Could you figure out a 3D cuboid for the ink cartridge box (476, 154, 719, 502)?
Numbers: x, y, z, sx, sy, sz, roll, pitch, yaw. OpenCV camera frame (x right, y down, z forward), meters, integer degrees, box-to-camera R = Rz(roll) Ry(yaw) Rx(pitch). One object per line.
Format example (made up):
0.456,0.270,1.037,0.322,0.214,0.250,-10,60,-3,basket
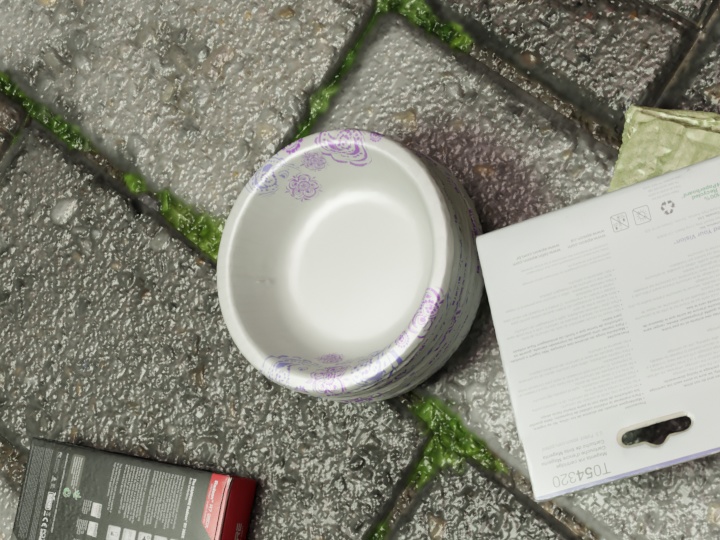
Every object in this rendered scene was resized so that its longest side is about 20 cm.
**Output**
0.193,0.043,1.459,0.196,0.043,0.200,-18,74,22,ink cartridge box

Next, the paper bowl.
0.000,0.000,1.580,0.200,0.104,0.201,-6,78,28,paper bowl

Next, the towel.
0.234,-0.015,1.494,0.148,0.036,0.200,14,86,30,towel

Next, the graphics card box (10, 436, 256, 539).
-0.185,0.210,1.672,0.200,0.051,0.126,7,84,29,graphics card box
